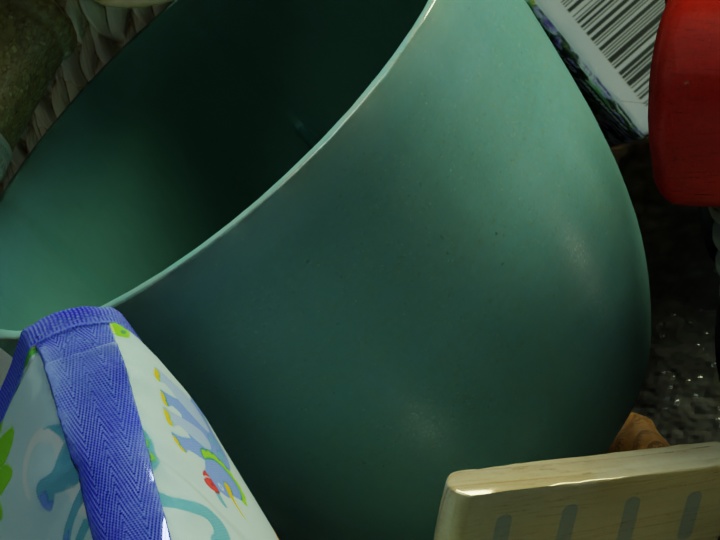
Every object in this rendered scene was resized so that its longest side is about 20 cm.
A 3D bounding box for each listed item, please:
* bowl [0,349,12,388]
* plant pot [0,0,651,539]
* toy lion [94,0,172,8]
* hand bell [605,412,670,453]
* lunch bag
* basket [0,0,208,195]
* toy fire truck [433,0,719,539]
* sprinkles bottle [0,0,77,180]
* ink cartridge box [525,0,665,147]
[{"bbox_3d":[-0.190,0.110,0.778,0.198,0.075,0.201,-5,41,17],"label":"bowl"},{"bbox_3d":[0.000,0.000,0.733,0.200,0.161,0.201,-34,25,18],"label":"plant pot"},{"bbox_3d":[-0.094,-0.153,0.759,0.191,0.069,0.200,13,38,38],"label":"toy lion"},{"bbox_3d":[0.090,0.102,0.686,0.103,0.105,0.200,-11,29,9],"label":"hand bell"},{"bbox_3d":[-0.049,0.134,0.587,0.126,0.201,0.170,-12,39,-14],"label":"lunch bag"},{"bbox_3d":[-0.117,-0.116,0.908,0.159,0.201,0.199,-7,41,10],"label":"basket"},{"bbox_3d":[0.108,0.004,0.646,0.128,0.177,0.200,3,28,27],"label":"toy fire truck"},{"bbox_3d":[-0.166,-0.009,0.745,0.068,0.068,0.201,15,71,34],"label":"sprinkles bottle"},{"bbox_3d":[0.066,-0.097,0.822,0.050,0.109,0.200,-40,3,-4],"label":"ink cartridge box"}]
